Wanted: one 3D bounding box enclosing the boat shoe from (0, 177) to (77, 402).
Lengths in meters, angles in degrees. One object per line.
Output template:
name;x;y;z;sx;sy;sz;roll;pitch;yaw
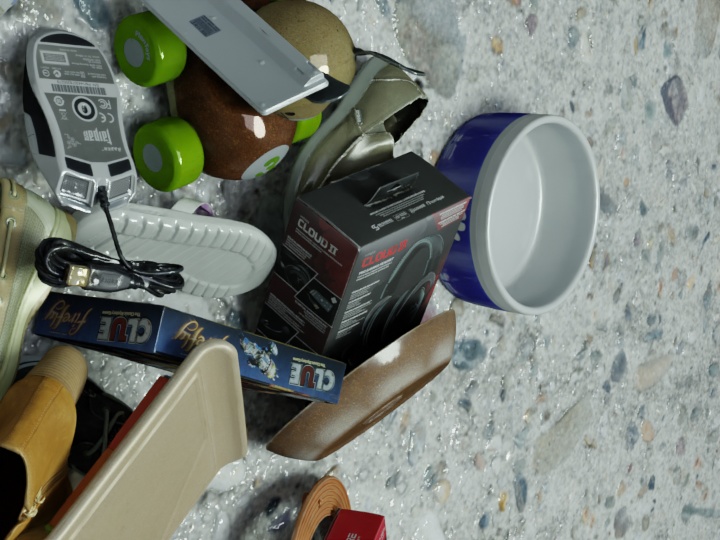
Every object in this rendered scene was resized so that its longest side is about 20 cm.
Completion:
boat shoe;-0.262;0.036;0.922;0.063;0.073;0.201;36;69;-34

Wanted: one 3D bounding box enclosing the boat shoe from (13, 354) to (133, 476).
boat shoe;-0.193;0.118;1.014;0.200;0.071;0.072;36;71;-47

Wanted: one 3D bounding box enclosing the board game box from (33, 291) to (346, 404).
board game box;-0.125;0.060;1.031;0.200;0.135;0.035;22;77;-48

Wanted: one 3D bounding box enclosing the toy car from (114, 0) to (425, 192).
toy car;-0.054;-0.139;1.022;0.164;0.199;0.158;-27;117;-43

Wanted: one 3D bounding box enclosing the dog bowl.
dog bowl;0.156;-0.059;1.376;0.200;0.079;0.201;-12;106;-47

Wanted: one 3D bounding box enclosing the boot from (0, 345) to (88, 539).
boot;-0.235;0.157;0.896;0.144;0.071;0.202;-73;-177;-62

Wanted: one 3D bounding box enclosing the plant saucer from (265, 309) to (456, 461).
plant saucer;0.010;0.107;1.167;0.200;0.200;0.037;-28;77;-43

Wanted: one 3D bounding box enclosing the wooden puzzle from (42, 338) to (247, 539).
wooden puzzle;-0.156;0.156;0.951;0.200;0.037;0.185;-49;160;-27

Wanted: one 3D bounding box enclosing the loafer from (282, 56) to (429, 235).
loafer;-0.002;-0.101;1.174;0.200;0.069;0.075;-60;165;-23

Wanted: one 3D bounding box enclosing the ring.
ring;-0.042;0.283;1.216;0.200;0.019;0.201;4;90;-73

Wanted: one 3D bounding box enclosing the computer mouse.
computer mouse;-0.193;-0.073;0.955;0.109;0.044;0.201;-1;68;-42

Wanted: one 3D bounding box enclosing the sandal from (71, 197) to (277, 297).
sandal;-0.141;-0.029;1.057;0.202;0.082;0.050;18;42;-50

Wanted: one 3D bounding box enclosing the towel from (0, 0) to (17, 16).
towel;-0.298;-0.193;0.866;0.200;0.024;0.147;-53;131;-31

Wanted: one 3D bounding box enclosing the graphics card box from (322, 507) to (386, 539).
graphics card box;-0.009;0.331;1.219;0.126;0.051;0.201;-59;149;-59

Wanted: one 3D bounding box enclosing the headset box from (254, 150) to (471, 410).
headset box;0.000;0.000;1.147;0.149;0.077;0.200;-25;146;-45

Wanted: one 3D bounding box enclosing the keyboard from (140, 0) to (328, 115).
keyboard;-0.103;-0.175;0.966;0.056;0.200;0.011;-32;146;-21
